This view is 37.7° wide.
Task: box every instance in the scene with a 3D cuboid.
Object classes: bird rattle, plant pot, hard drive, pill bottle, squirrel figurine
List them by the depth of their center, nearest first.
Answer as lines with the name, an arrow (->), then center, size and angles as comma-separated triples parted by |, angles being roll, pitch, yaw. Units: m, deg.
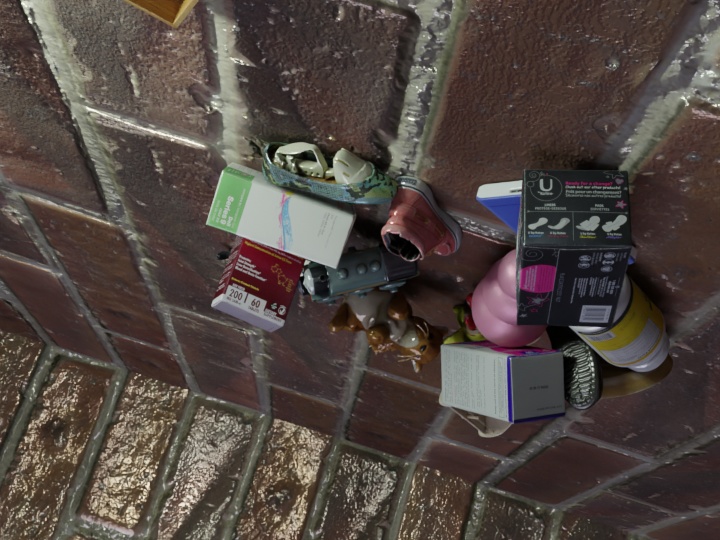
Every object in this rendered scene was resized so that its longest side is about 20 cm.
hard drive -> 0.265, -0.061, 1.420 | 0.131, 0.026, 0.200 | -2, 152, 45
pill bottle -> 0.381, 0.075, 1.557 | 0.111, 0.113, 0.200 | 1, 155, 40
plant pot -> 0.399, 0.148, 1.696 | 0.199, 0.200, 0.028 | 2, 113, 39
bird rattle -> 0.234, 0.090, 1.815 | 0.162, 0.113, 0.200 | 12, 150, -18
squirrel figurine -> 0.058, 0.087, 1.827 | 0.186, 0.142, 0.200 | 32, 178, 0

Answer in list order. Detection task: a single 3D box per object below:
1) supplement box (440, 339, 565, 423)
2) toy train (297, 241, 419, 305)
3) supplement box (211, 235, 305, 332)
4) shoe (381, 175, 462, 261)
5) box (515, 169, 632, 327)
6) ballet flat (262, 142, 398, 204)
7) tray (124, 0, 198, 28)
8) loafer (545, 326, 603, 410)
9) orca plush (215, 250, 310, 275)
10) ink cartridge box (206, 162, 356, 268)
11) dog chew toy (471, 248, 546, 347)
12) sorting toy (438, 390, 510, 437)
supplement box -> 0.218, 0.169, 1.644 | 0.101, 0.104, 0.200 | -4, -178, -28
toy train -> 0.000, 0.000, 1.653 | 0.198, 0.086, 0.114 | -12, 175, -9
supplement box -> -0.144, -0.019, 1.641 | 0.108, 0.201, 0.061 | 24, 159, -17
shoe -> 0.085, -0.048, 1.518 | 0.071, 0.092, 0.200 | 8, 158, 27
box -> 0.262, -0.025, 1.316 | 0.131, 0.115, 0.200 | 1, 150, 6
ballet flat -> -0.046, -0.138, 1.442 | 0.198, 0.075, 0.074 | 9, 159, 15
tray -> -0.266, -0.339, 1.128 | 0.199, 0.037, 0.099 | 25, 159, -21
loafer -> 0.337, 0.123, 1.634 | 0.073, 0.201, 0.071 | -26, 146, 29
orca plush -> -0.174, 0.007, 1.935 | 0.199, 0.072, 0.105 | 15, 161, 10
ink cartridge box -> -0.112, -0.081, 1.537 | 0.199, 0.088, 0.145 | 17, -171, -5
dog chew toy -> 0.235, 0.034, 1.578 | 0.124, 0.125, 0.200 | 16, 153, 5
sorting toy -> 0.292, 0.267, 2.203 | 0.179, 0.108, 0.200 | -4, 151, 32
